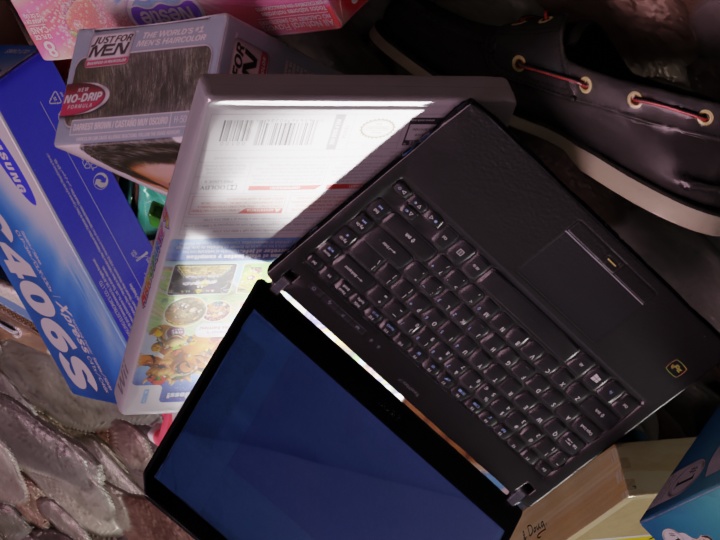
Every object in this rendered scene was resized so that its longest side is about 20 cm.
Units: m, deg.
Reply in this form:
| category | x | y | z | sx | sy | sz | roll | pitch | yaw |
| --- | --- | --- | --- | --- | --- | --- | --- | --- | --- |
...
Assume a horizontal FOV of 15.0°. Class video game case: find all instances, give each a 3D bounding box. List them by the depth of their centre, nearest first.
| category | x | y | z | sx | sy | sz | roll | pitch | yaw |
| --- | --- | --- | --- | --- | --- | --- | --- | --- | --- |
| video game case | -0.024 | -0.009 | 1.227 | 0.200 | 0.143 | 0.018 | 109 | 151 | -42 |

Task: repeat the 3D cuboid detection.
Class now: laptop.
| category | x | y | z | sx | sy | sz | roll | pitch | yaw |
| --- | --- | --- | --- | --- | --- | --- | --- | --- | --- |
| laptop | 0.036 | 0.062 | 1.191 | 0.200 | 0.103 | 0.177 | -39 | 113 | 21 |

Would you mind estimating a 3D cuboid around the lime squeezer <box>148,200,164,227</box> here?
| category | x | y | z | sx | sy | sz | roll | pitch | yaw |
| --- | --- | --- | --- | --- | --- | --- | --- | --- | --- |
| lime squeezer | 0.000 | 0.000 | 1.306 | 0.199 | 0.038 | 0.071 | 9 | 135 | 6 |

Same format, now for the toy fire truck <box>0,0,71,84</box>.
| category | x | y | z | sx | sy | sz | roll | pitch | yaw |
| --- | --- | --- | --- | --- | --- | --- | --- | --- | --- |
| toy fire truck | -0.185 | -0.118 | 1.446 | 0.141 | 0.049 | 0.200 | 38 | 142 | 7 |

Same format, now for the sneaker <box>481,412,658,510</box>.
| category | x | y | z | sx | sy | sz | roll | pitch | yaw |
| --- | --- | --- | --- | --- | --- | --- | --- | --- | --- |
| sneaker | 0.101 | 0.096 | 1.382 | 0.081 | 0.077 | 0.200 | 29 | 142 | 15 |

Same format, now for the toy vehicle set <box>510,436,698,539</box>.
| category | x | y | z | sx | sy | sz | roll | pitch | yaw |
| --- | --- | --- | --- | --- | --- | --- | --- | --- | --- |
| toy vehicle set | 0.131 | 0.131 | 1.357 | 0.200 | 0.124 | 0.027 | -44 | 54 | 53 |

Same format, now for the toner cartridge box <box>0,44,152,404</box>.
| category | x | y | z | sx | sy | sz | roll | pitch | yaw |
| --- | --- | --- | --- | --- | --- | --- | --- | --- | --- |
| toner cartridge box | -0.156 | -0.022 | 1.419 | 0.095 | 0.043 | 0.200 | 6 | 129 | 53 |

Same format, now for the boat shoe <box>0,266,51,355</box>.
| category | x | y | z | sx | sy | sz | roll | pitch | yaw |
| --- | --- | --- | --- | --- | --- | --- | --- | --- | --- |
| boat shoe | -0.204 | 0.004 | 1.562 | 0.200 | 0.072 | 0.072 | 34 | 143 | 10 |

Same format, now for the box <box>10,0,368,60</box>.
| category | x | y | z | sx | sy | sz | roll | pitch | yaw |
| --- | --- | --- | --- | --- | --- | --- | --- | --- | --- |
| box | -0.073 | -0.167 | 1.256 | 0.200 | 0.103 | 0.095 | -2 | 125 | 42 |

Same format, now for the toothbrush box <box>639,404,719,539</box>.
| category | x | y | z | sx | sy | sz | roll | pitch | yaw |
| --- | --- | --- | --- | --- | --- | --- | --- | --- | --- |
| toothbrush box | 0.236 | 0.063 | 1.172 | 0.085 | 0.146 | 0.200 | 46 | 141 | -6 |

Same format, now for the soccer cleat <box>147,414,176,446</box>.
| category | x | y | z | sx | sy | sz | roll | pitch | yaw |
| --- | --- | --- | --- | --- | --- | --- | --- | --- | --- |
| soccer cleat | -0.070 | 0.051 | 1.499 | 0.076 | 0.067 | 0.200 | 27 | 143 | 10 |

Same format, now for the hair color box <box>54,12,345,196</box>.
| category | x | y | z | sx | sy | sz | roll | pitch | yaw |
| --- | --- | --- | --- | --- | --- | --- | --- | --- | --- |
| hair color box | -0.036 | -0.056 | 1.279 | 0.099 | 0.061 | 0.200 | -2 | 162 | 41 |

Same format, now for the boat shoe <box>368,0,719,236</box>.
| category | x | y | z | sx | sy | sz | roll | pitch | yaw |
| --- | --- | --- | --- | --- | --- | --- | --- | --- | --- |
| boat shoe | 0.092 | -0.085 | 1.228 | 0.201 | 0.074 | 0.063 | 30 | 106 | 31 |

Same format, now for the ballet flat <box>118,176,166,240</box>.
| category | x | y | z | sx | sy | sz | roll | pitch | yaw |
| --- | --- | --- | --- | --- | --- | --- | --- | --- | --- |
| ballet flat | -0.091 | -0.063 | 1.396 | 0.070 | 0.068 | 0.200 | 7 | 156 | -3 |

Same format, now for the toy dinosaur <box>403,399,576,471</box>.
| category | x | y | z | sx | sy | sz | roll | pitch | yaw |
| --- | --- | --- | --- | --- | --- | --- | --- | --- | --- |
| toy dinosaur | 0.023 | 0.059 | 1.345 | 0.200 | 0.060 | 0.106 | 60 | 146 | 35 |
